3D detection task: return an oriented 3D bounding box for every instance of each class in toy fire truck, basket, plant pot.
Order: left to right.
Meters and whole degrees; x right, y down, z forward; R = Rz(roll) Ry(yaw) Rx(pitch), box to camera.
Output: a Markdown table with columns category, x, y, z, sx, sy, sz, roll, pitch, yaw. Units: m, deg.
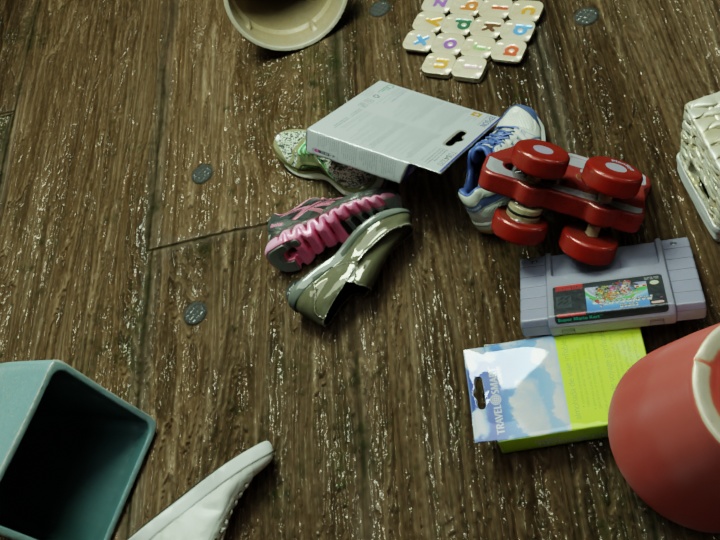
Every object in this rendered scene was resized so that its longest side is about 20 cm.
| category | x | y | z | sx | sy | sz | roll | pitch | yaw |
| --- | --- | --- | --- | --- | --- | --- | --- | --- | --- |
| plant pot | -0.416 | 0.229 | 1.071 | 0.200 | 0.196 | 0.196 | 1 | 60 | 32 |
| plant pot | -0.135 | -0.493 | 1.421 | 0.200 | 0.200 | 0.184 | -24 | 43 | 5 |
| toy fire truck | 0.247 | -0.102 | 1.045 | 0.200 | 0.112 | 0.168 | 17 | 29 | 9 |
| plant pot | 0.354 | 0.136 | 0.816 | 0.200 | 0.177 | 0.201 | 0 | 66 | 0 |
| basket | 0.483 | -0.143 | 1.003 | 0.200 | 0.123 | 0.136 | -19 | 54 | 10 |

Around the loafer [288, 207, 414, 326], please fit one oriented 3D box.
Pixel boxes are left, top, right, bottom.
| category | x | y | z | sx | sy | sz | roll | pitch | yaw |
| --- | --- | --- | --- | --- | --- | --- | --- | --- | --- |
| loafer | 0.000 | 0.000 | 1.132 | 0.200 | 0.075 | 0.070 | -42 | 67 | -2 |

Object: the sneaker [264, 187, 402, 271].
| category | x | y | z | sx | sy | sz | roll | pitch | yaw |
| --- | --- | --- | --- | --- | --- | --- | --- | --- | --- |
| sneaker | -0.042 | -0.076 | 1.193 | 0.200 | 0.079 | 0.095 | -20 | 44 | 6 |

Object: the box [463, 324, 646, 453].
| category | x | y | z | sx | sy | sz | roll | pitch | yaw |
| --- | --- | --- | --- | --- | --- | --- | --- | --- | --- |
| box | 0.223 | 0.132 | 0.974 | 0.200 | 0.048 | 0.122 | -11 | 57 | 12 |

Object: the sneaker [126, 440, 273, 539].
| category | x | y | z | sx | sy | sz | roll | pitch | yaw |
| --- | --- | --- | --- | --- | --- | --- | --- | --- | --- |
| sneaker | -0.172 | 0.287 | 1.026 | 0.200 | 0.073 | 0.085 | -38 | 85 | -12 |

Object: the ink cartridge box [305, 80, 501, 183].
| category | x | y | z | sx | sy | sz | roll | pitch | yaw |
| --- | --- | --- | --- | --- | --- | --- | --- | --- | --- |
| ink cartridge box | 0.061 | -0.184 | 1.176 | 0.200 | 0.043 | 0.196 | 23 | 40 | 22 |

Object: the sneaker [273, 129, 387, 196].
| category | x | y | z | sx | sy | sz | roll | pitch | yaw |
| --- | --- | --- | --- | --- | --- | --- | --- | --- | --- |
| sneaker | -0.052 | -0.172 | 1.237 | 0.200 | 0.089 | 0.077 | 26 | 72 | 31 |

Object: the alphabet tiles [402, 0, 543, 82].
| category | x | y | z | sx | sy | sz | roll | pitch | yaw |
| --- | --- | --- | --- | --- | --- | --- | --- | --- | --- |
| alphabet tiles | 0.171 | -0.370 | 1.324 | 0.196 | 0.015 | 0.200 | 13 | 65 | 27 |

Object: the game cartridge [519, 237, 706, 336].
| category | x | y | z | sx | sy | sz | roll | pitch | yaw |
| --- | --- | --- | --- | --- | --- | --- | --- | --- | --- |
| game cartridge | 0.286 | 0.018 | 1.005 | 0.200 | 0.038 | 0.130 | -8 | 30 | 15 |

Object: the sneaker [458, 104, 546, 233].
| category | x | y | z | sx | sy | sz | roll | pitch | yaw |
| --- | --- | --- | --- | --- | --- | --- | --- | --- | --- |
| sneaker | 0.185 | -0.149 | 1.131 | 0.075 | 0.088 | 0.200 | -3 | 56 | 37 |
